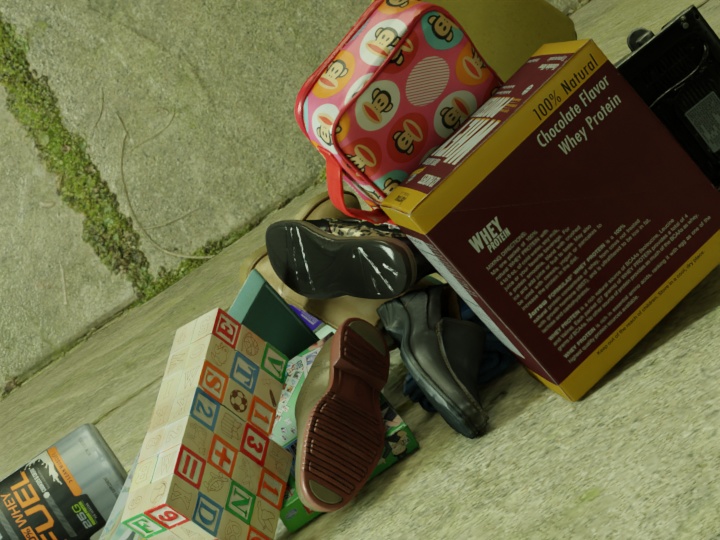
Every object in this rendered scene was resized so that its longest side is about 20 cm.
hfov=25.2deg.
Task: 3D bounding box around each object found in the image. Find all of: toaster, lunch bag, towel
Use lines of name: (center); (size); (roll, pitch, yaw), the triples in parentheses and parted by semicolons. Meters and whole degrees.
toaster: (0.274, -0.109, 1.424); (0.180, 0.200, 0.119); (-39, 6, 8)
lunch bag: (0.040, -0.116, 1.360); (0.177, 0.200, 0.082); (-51, 44, -6)
towel: (0.099, 0.061, 1.511); (0.111, 0.049, 0.200); (-29, 10, 15)

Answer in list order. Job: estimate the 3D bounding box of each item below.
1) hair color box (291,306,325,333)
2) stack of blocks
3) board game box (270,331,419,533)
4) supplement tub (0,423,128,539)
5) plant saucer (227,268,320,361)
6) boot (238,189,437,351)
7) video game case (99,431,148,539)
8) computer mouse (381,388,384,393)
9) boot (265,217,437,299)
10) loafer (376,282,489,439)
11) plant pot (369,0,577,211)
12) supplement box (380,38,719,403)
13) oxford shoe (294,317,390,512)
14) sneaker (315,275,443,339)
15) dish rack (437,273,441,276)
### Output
hair color box: (-0.091, 0.086, 1.833); (0.200, 0.065, 0.110); (-43, -16, -44)
stack of blocks: (-0.118, 0.147, 1.355); (0.058, 0.115, 0.201); (-27, 38, 37)
board game box: (-0.043, 0.140, 1.445); (0.134, 0.029, 0.200); (-34, 29, -4)
supplement tub: (-0.331, 0.261, 1.676); (0.199, 0.123, 0.122); (-35, 10, -10)
plant saucer: (-0.066, 0.080, 1.555); (0.019, 0.200, 0.070); (12, 65, 38)
boot: (0.000, 0.000, 1.603); (0.199, 0.066, 0.175); (19, 51, 42)
video game case: (-0.190, 0.206, 1.522); (0.182, 0.022, 0.201); (-12, 53, 66)
computer mouse: (-0.058, 0.166, 1.495); (0.199, 0.044, 0.110); (-30, 28, 2)
boot: (0.020, -0.027, 1.516); (0.150, 0.074, 0.199); (-21, 17, -39)
loafer: (0.073, 0.068, 1.369); (0.072, 0.073, 0.200); (-33, 34, 2)
plant pot: (0.109, -0.167, 1.570); (0.198, 0.196, 0.196); (0, -22, -5)
supplement box: (0.159, -0.043, 1.288); (0.197, 0.200, 0.133); (-43, 10, -3)
oxford shoe: (-0.024, 0.133, 1.363); (0.075, 0.070, 0.201); (-43, 19, 38)
sneaker: (-0.007, 0.038, 1.722); (0.199, 0.118, 0.074); (-26, 43, 30)
dish rack: (0.090, -0.040, 1.767); (0.055, 0.153, 0.200); (-54, 3, 14)
